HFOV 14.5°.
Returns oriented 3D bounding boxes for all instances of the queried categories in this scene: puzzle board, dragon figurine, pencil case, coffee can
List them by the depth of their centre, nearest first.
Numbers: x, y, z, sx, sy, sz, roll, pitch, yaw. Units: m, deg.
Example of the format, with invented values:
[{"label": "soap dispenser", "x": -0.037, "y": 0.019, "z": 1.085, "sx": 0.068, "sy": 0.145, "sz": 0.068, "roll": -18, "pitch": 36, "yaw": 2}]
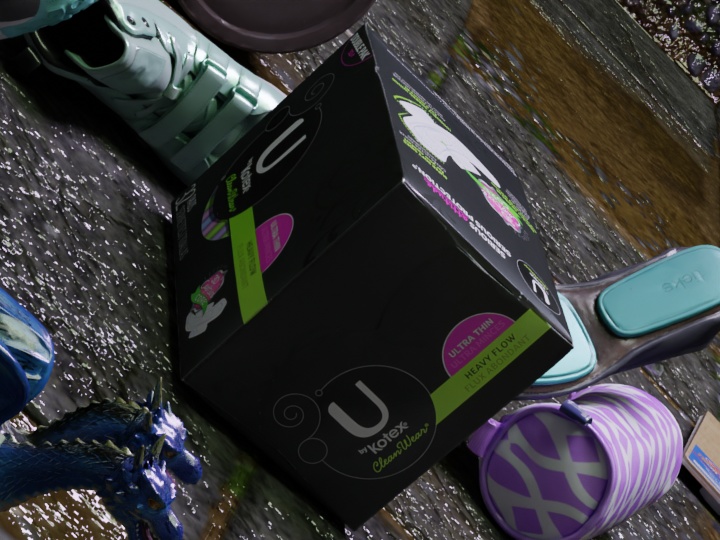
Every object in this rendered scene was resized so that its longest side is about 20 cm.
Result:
[{"label": "dragon figurine", "x": -0.145, "y": 0.034, "z": 0.994, "sx": 0.200, "sy": 0.099, "sz": 0.059, "roll": 47, "pitch": 14, "yaw": -2}, {"label": "pencil case", "x": 0.123, "y": 0.108, "z": 1.603, "sx": 0.085, "sy": 0.084, "sz": 0.200, "roll": 26, "pitch": 8, "yaw": 17}, {"label": "coffee can", "x": -0.065, "y": -0.250, "z": 1.858, "sx": 0.146, "sy": 0.146, "sz": 0.200, "roll": 39, "pitch": 16, "yaw": -26}, {"label": "puzzle board", "x": 0.298, "y": 0.191, "z": 1.987, "sx": 0.200, "sy": 0.017, "sz": 0.151, "roll": 47, "pitch": 16, "yaw": 2}]

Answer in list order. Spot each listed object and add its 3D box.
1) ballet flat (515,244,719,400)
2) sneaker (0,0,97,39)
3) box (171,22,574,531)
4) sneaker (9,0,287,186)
[{"label": "ballet flat", "x": 0.121, "y": 0.040, "z": 1.574, "sx": 0.073, "sy": 0.199, "sz": 0.073, "roll": 48, "pitch": -34, "yaw": 48}, {"label": "sneaker", "x": -0.186, "y": -0.183, "z": 1.410, "sx": 0.200, "sy": 0.077, "sz": 0.091, "roll": 47, "pitch": -22, "yaw": 53}, {"label": "box", "x": 0.000, "y": 0.000, "z": 1.389, "sx": 0.124, "sy": 0.148, "sz": 0.200, "roll": 43, "pitch": 15, "yaw": -21}, {"label": "sneaker", "x": -0.101, "y": -0.086, "z": 1.478, "sx": 0.200, "sy": 0.074, "sz": 0.118, "roll": 41, "pitch": 12, "yaw": -1}]
